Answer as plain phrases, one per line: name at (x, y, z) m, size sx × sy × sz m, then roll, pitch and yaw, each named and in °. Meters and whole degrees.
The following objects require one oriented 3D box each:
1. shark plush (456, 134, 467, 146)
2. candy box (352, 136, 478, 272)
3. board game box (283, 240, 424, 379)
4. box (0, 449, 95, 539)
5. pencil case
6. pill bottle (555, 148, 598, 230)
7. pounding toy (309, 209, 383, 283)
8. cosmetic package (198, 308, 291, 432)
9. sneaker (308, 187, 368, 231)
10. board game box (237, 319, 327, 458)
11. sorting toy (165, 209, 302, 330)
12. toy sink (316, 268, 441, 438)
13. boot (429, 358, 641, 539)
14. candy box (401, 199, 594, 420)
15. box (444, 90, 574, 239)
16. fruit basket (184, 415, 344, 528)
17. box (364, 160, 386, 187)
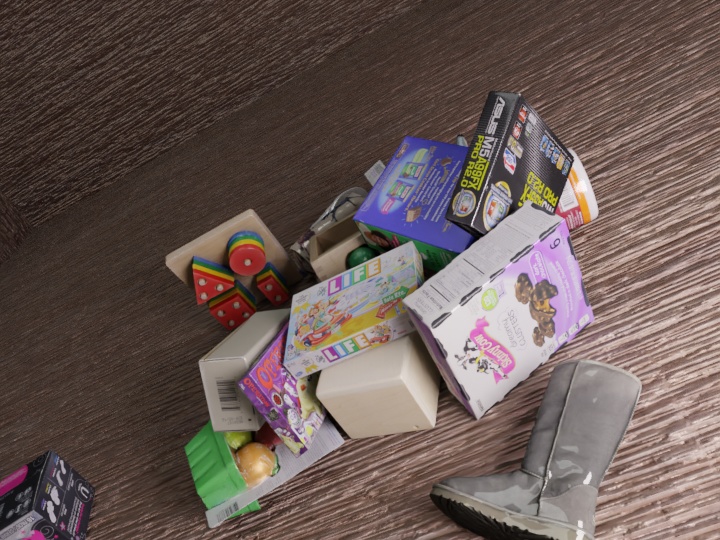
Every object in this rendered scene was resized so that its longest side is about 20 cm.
shark plush at (0.209, -0.163, 1.153) m, size 0.083 × 0.090 × 0.204 m, roll -39°, pitch 45°, yaw 27°
candy box at (0.113, -0.095, 0.875) m, size 0.197 × 0.077 × 0.171 m, roll 20°, pitch 69°, yaw 39°
board game box at (-0.007, 0.051, 0.804) m, size 0.196 × 0.035 × 0.136 m, roll -25°, pitch 34°, yaw 18°
box at (-0.535, 0.408, 0.940) m, size 0.197 × 0.116 × 0.133 m, roll -33°, pitch 30°, yaw 2°
pencil case at (-0.048, -0.070, 1.207) m, size 0.200 × 0.090 × 0.077 m, roll -44°, pitch 21°, yaw -23°
pill bottle at (0.247, -0.093, 0.920) m, size 0.196 × 0.114 × 0.114 m, roll -23°, pitch 30°, yaw 16°
pounding toy at (0.000, 0.000, 1.032) m, size 0.181 × 0.144 × 0.201 m, roll -29°, pitch 18°, yaw 5°
cosmetic package at (-0.149, 0.137, 0.871) m, size 0.071 × 0.107 × 0.200 m, roll -6°, pitch 12°, yaw 13°
sneaker at (-0.063, -0.104, 1.294) m, size 0.200 × 0.076 × 0.088 m, roll -46°, pitch 20°, yaw -19°
board game box at (-0.085, 0.147, 0.822) m, size 0.032 × 0.120 × 0.200 m, roll -39°, pitch 6°, yaw 21°
sorting toy at (-0.238, 0.013, 1.166) m, size 0.196 × 0.200 × 0.071 m, roll -26°, pitch 44°, yaw 9°
toy sink at (0.038, 0.110, 0.826) m, size 0.127 × 0.113 × 0.203 m, roll -16°, pitch 38°, yaw 27°
boot at (0.182, 0.178, 0.624) m, size 0.177 × 0.073 × 0.203 m, roll 7°, pitch 53°, yaw 30°
candy box at (0.170, 0.050, 0.724) m, size 0.198 × 0.170 × 0.071 m, roll -37°, pitch 35°, yaw -8°
box at (0.197, -0.108, 0.773) m, size 0.044 × 0.198 × 0.164 m, roll 20°, pitch 88°, yaw 40°
fruit basket at (-0.137, 0.248, 0.841) m, size 0.196 × 0.096 × 0.185 m, roll -24°, pitch 27°, yaw -18°
box at (0.067, -0.106, 0.988) m, size 0.041 × 0.039 × 0.202 m, roll -41°, pitch 48°, yaw 10°
